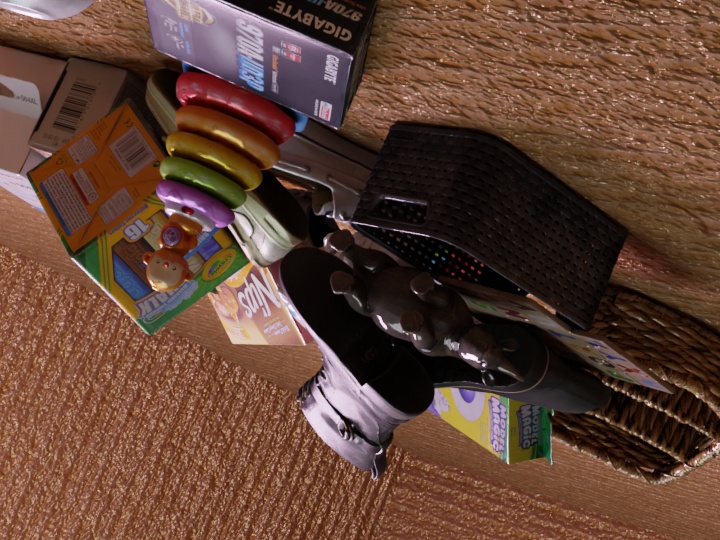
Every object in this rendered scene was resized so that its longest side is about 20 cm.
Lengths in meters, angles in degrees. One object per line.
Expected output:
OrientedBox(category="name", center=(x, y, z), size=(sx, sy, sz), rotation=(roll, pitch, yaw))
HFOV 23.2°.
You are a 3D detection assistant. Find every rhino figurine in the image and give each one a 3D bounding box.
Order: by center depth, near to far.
OrientedBox(category="rhino figurine", center=(0.058, 0.039, 1.451), size=(0.200, 0.060, 0.087), rotation=(31, 175, 28))

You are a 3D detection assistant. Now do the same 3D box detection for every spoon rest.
OrientedBox(category="spoon rest", center=(-0.302, -0.248, 1.399), size=(0.199, 0.061, 0.099), rotation=(14, 179, -37))

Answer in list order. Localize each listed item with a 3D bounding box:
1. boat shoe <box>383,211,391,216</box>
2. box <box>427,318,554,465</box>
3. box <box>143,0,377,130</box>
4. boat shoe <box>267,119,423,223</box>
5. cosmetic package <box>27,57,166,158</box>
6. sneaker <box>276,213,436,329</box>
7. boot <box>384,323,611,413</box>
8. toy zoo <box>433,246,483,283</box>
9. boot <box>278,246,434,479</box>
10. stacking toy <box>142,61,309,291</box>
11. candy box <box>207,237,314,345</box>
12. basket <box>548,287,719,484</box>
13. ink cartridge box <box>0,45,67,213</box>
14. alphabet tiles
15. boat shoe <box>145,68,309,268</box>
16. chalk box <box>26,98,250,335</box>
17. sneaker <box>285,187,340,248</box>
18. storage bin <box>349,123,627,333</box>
OrientedBox(category="boat shoe", center=(0.033, -0.013, 1.797), size=(0.069, 0.074, 0.200), rotation=(28, 170, 5))
OrientedBox(category="box", center=(0.127, 0.111, 1.722), size=(0.048, 0.118, 0.200), rotation=(-9, -162, -27))
OrientedBox(category="box", center=(-0.073, -0.174, 1.251), size=(0.158, 0.046, 0.200), rotation=(23, 170, 0))
OrientedBox(category="boat shoe", center=(-0.018, -0.077, 1.577), size=(0.200, 0.070, 0.071), rotation=(27, 170, -20))
OrientedBox(category="cosmetic package", center=(-0.221, -0.118, 1.742), size=(0.087, 0.104, 0.200), rotation=(17, 167, 37))
OrientedBox(category="sneaker", center=(0.000, 0.000, 1.578), size=(0.081, 0.077, 0.200), rotation=(41, 133, -10))
OrientedBox(category="boot", center=(0.114, 0.090, 1.591), size=(0.200, 0.078, 0.138), rotation=(16, 173, 44))
OrientedBox(category="toy zoo", center=(0.067, -0.002, 1.696), size=(0.131, 0.021, 0.200), rotation=(-15, 160, 36))
OrientedBox(category="boot", center=(-0.025, 0.090, 1.578), size=(0.200, 0.069, 0.174), rotation=(53, 151, 7))
OrientedBox(category="stacking toy", center=(-0.129, -0.075, 1.456), size=(0.116, 0.201, 0.110), rotation=(24, 171, 0))
OrientedBox(category="candy box", center=(-0.097, 0.012, 1.749), size=(0.116, 0.055, 0.200), rotation=(64, 156, -10))
OrientedBox(category="basket", center=(0.279, 0.121, 1.724), size=(0.200, 0.149, 0.143), rotation=(28, 170, -21))
OrientedBox(category="ink cartridge box", center=(-0.316, -0.135, 1.796), size=(0.128, 0.126, 0.200), rotation=(16, 169, 38))
OrientedBox(category="alphabet tiles", center=(0.157, 0.053, 1.509), size=(0.167, 0.008, 0.200), rotation=(15, 168, 42))
OrientedBox(category="boat shoe", center=(-0.131, -0.091, 1.582), size=(0.201, 0.063, 0.073), rotation=(48, -152, -11))
OrientedBox(category="chalk box", center=(-0.198, -0.037, 1.647), size=(0.125, 0.124, 0.200), rotation=(54, 179, 38))
OrientedBox(category="sneaker", center=(-0.065, -0.053, 1.785), size=(0.200, 0.074, 0.087), rotation=(43, 143, 31))
OrientedBox(category="storage bin", center=(0.107, -0.034, 1.452), size=(0.200, 0.094, 0.135), rotation=(32, 167, -39))
